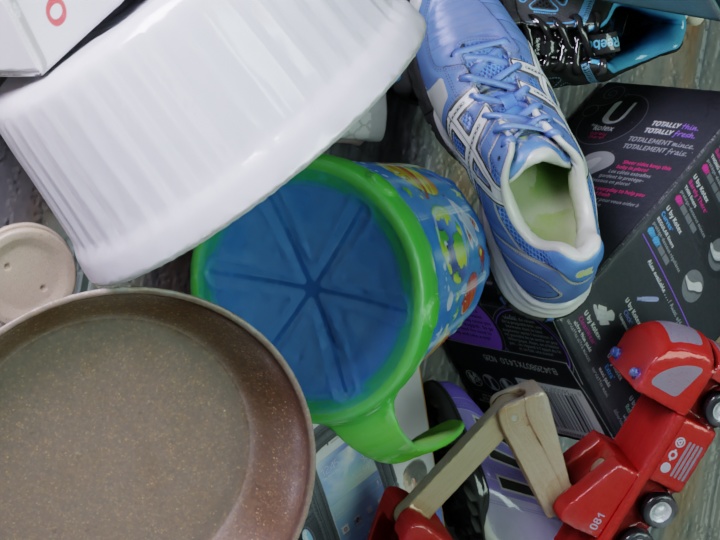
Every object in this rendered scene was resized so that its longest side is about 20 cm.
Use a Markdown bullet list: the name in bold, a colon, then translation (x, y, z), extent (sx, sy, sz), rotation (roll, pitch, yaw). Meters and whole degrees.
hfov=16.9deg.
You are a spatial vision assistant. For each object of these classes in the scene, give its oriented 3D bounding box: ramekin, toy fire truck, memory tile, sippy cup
- **ramekin**: translation (-0.077, -0.093, 1.130), extent (0.201, 0.200, 0.098), rotation (-46, 107, -27)
- **toy fire truck**: translation (0.106, 0.105, 1.321), extent (0.140, 0.049, 0.201), rotation (26, 101, -24)
- **memory tile**: translation (-0.171, 0.086, 1.173), extent (0.153, 0.017, 0.201), rotation (-31, 116, -5)
- **sippy cup**: translation (0.000, 0.000, 1.257), extent (0.130, 0.139, 0.179), rotation (-21, 124, -62)

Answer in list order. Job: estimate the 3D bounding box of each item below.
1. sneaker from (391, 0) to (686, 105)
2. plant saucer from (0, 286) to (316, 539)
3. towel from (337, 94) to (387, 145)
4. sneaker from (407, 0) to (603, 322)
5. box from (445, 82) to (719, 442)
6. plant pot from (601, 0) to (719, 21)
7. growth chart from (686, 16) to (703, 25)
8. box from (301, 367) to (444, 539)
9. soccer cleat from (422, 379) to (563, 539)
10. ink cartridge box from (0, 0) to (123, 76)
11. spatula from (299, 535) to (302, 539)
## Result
- **sneaker**: translation (0.101, -0.138, 1.386), extent (0.199, 0.082, 0.074), rotation (-18, 111, -37)
- **plant saucer**: translation (-0.121, 0.096, 1.162), extent (0.199, 0.037, 0.202), rotation (-7, 114, -16)
- **towel**: translation (-0.055, -0.166, 1.276), extent (0.190, 0.032, 0.202), rotation (1, 95, -42)
- **sneaker**: translation (0.084, -0.076, 1.298), extent (0.075, 0.077, 0.201), rotation (-21, 81, -17)
- **box**: translation (0.150, -0.007, 1.424), extent (0.200, 0.122, 0.106), rotation (-47, 124, -25)
- **plant pot**: translation (0.128, -0.236, 1.315), extent (0.142, 0.199, 0.142), rotation (-54, 127, -23)
- **growth chart**: translation (0.208, -0.257, 1.508), extent (0.145, 0.018, 0.201), rotation (38, 71, -38)
- **box**: translation (-0.014, 0.105, 1.350), extent (0.119, 0.041, 0.202), rotation (-24, 114, -37)
- **soccer cleat**: translation (0.098, 0.146, 1.401), extent (0.073, 0.068, 0.201), rotation (-28, 88, -19)
- **ink cartridge box**: translation (-0.139, -0.203, 1.102), extent (0.200, 0.084, 0.146), rotation (-47, 127, -32)
- **spatula**: translation (-0.060, 0.223, 1.303), extent (0.056, 0.021, 0.201), rotation (-2, 122, -34)
